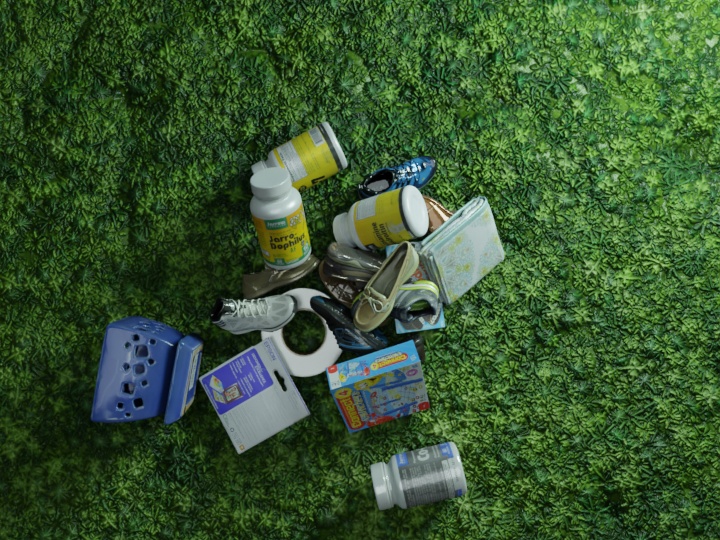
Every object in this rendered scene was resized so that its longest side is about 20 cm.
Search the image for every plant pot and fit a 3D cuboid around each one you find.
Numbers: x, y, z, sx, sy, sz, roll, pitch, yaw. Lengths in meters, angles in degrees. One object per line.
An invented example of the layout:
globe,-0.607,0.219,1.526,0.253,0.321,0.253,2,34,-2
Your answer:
plant pot,-0.448,0.217,1.175,0.176,0.200,0.204,10,88,-6

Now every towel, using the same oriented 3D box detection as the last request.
towel,0.225,-0.041,1.196,0.199,0.048,0.173,-38,128,-14

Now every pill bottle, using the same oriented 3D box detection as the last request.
pill bottle,0.042,-0.108,1.192,0.197,0.111,0.114,-14,88,30
pill bottle,-0.174,-0.112,1.162,0.111,0.114,0.202,-7,129,0
pill bottle,-0.139,-0.239,1.223,0.198,0.114,0.116,-28,88,0
pill bottle,0.126,0.459,1.201,0.196,0.114,0.116,-13,88,-1

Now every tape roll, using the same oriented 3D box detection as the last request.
tape roll,-0.131,0.142,1.250,0.199,0.037,0.207,0,88,1

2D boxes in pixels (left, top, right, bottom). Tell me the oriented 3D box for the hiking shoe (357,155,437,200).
hiking shoe,0.089,-0.207,1.234,0.197,0.087,0.075,-25,88,-1

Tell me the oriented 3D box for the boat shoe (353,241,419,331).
boat shoe,0.048,0.032,1.111,0.073,0.063,0.202,36,85,29

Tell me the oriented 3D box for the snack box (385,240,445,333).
snack box,0.126,0.037,1.252,0.114,0.037,0.204,-8,88,0

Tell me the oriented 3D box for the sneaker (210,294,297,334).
sneaker,-0.242,0.093,1.181,0.197,0.115,0.077,-16,69,22

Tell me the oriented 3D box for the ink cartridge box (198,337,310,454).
ink cartridge box,-0.237,0.283,1.232,0.198,0.043,0.200,-30,88,9

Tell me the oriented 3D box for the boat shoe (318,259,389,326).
boat shoe,-0.019,0.054,1.236,0.200,0.065,0.071,45,81,-2

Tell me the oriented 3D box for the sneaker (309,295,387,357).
sneaker,-0.039,0.132,1.197,0.199,0.073,0.083,36,103,6

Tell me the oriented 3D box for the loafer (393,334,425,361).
loafer,0.065,0.223,1.228,0.198,0.073,0.072,-29,98,4

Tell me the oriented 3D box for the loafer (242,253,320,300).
loafer,-0.186,0.005,1.235,0.197,0.076,0.068,-25,95,-1

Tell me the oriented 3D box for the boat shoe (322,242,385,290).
boat shoe,0.000,0.000,1.179,0.198,0.075,0.074,19,115,-31

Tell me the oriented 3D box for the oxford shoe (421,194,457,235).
oxford shoe,0.155,-0.116,1.230,0.197,0.072,0.072,23,58,2

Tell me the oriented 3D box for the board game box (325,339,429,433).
board game box,0.042,0.256,1.172,0.193,0.202,0.056,-18,46,0

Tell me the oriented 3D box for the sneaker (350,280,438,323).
sneaker,0.074,0.074,1.152,0.196,0.081,0.075,-13,119,5
